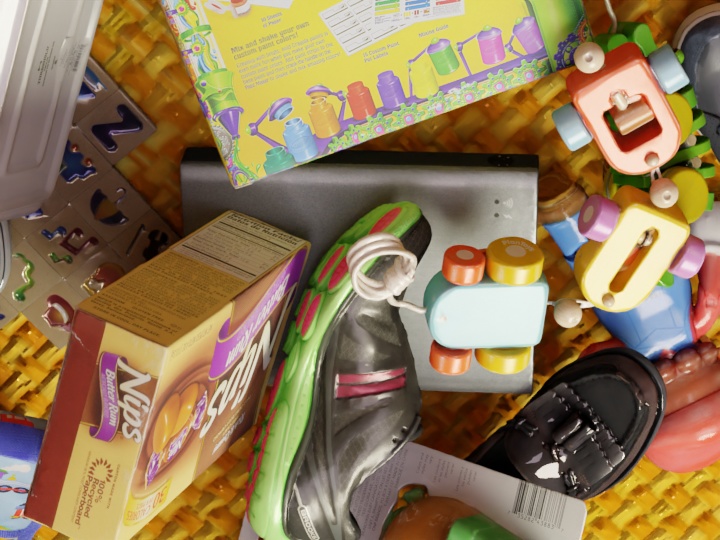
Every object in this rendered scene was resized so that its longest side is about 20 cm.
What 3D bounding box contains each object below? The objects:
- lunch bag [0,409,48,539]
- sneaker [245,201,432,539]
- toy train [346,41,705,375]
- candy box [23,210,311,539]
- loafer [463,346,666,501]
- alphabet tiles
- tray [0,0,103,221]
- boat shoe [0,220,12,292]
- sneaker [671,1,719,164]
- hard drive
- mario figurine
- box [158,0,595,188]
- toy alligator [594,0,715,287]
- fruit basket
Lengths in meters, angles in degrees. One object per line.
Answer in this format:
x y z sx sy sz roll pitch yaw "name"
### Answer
-0.238 0.097 1.181 0.149 0.095 0.200 15 158 -14 "lunch bag"
-0.001 0.057 1.193 0.083 0.077 0.202 17 103 -12 "sneaker"
0.094 -0.035 1.130 0.199 0.056 0.150 -33 122 13 "toy train"
-0.096 0.052 1.132 0.056 0.200 0.118 22 110 13 "candy box"
0.098 0.117 1.267 0.072 0.063 0.200 51 132 5 "loafer"
-0.196 -0.051 1.219 0.167 0.008 0.200 -37 116 11 "alphabet tiles"
-0.169 -0.109 1.136 0.022 0.107 0.202 26 112 20 "tray"
-0.244 -0.058 1.165 0.071 0.071 0.201 -20 117 3 "boat shoe"
0.243 -0.044 1.204 0.076 0.147 0.203 -29 115 9 "sneaker"
0.000 0.000 1.236 0.198 0.033 0.141 2 118 5 "hard drive"
0.163 0.025 1.281 0.123 0.106 0.201 -9 112 39 "mario figurine"
-0.008 -0.179 1.113 0.198 0.122 0.194 -19 117 3 "box"
0.157 -0.092 1.173 0.054 0.059 0.202 -20 105 -25 "toy alligator"
0.018 0.189 1.247 0.199 0.094 0.187 16 93 28 "fruit basket"
